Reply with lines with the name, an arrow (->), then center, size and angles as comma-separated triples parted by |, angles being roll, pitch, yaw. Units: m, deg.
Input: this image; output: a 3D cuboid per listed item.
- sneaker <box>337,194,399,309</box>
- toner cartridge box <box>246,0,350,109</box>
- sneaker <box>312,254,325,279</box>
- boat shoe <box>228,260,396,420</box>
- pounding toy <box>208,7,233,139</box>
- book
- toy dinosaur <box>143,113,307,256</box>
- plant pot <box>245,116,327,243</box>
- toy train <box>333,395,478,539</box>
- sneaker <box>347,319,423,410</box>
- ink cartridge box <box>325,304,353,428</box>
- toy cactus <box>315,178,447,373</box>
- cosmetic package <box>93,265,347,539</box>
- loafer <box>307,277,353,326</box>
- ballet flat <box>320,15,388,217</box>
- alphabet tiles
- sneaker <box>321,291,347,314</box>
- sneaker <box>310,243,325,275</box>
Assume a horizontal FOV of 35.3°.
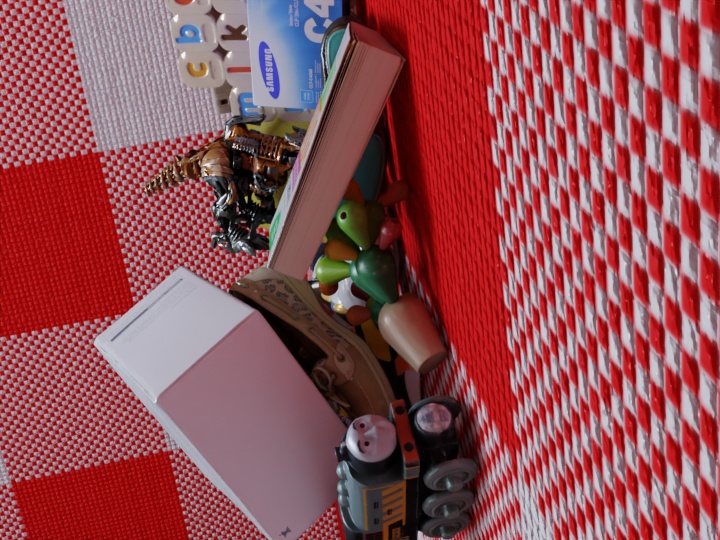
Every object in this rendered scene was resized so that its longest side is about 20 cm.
sneaker -> 0.007, -0.051, 1.139 | 0.087, 0.074, 0.202 | -179, 73, -69
toner cartridge box -> -0.059, -0.254, 1.080 | 0.043, 0.094, 0.201 | -74, -14, -54
sneaker -> -0.006, 0.062, 1.454 | 0.086, 0.080, 0.202 | 132, 130, -57
boat shoe -> -0.045, 0.077, 1.061 | 0.200, 0.062, 0.074 | 47, 141, 20
pounding toy -> -0.108, -0.242, 1.255 | 0.143, 0.182, 0.201 | 86, 171, -51
book -> -0.028, -0.106, 0.973 | 0.134, 0.048, 0.201 | -104, 35, -71
toy dinosaur -> -0.130, -0.100, 1.205 | 0.102, 0.199, 0.137 | -40, -55, -44
plant pot -> -0.071, -0.118, 1.325 | 0.200, 0.141, 0.202 | 169, 90, -85
toy train -> 0.035, 0.178, 0.964 | 0.201, 0.113, 0.086 | 88, 169, -55
sneaker -> 0.017, 0.122, 1.157 | 0.070, 0.089, 0.201 | -107, 9, -47
ink cartridge box -> -0.057, 0.095, 1.233 | 0.200, 0.109, 0.050 | 41, 144, -10
toy cactus -> 0.026, 0.015, 0.995 | 0.166, 0.102, 0.201 | 55, 161, 26
cosmetic package -> -0.122, 0.123, 1.066 | 0.200, 0.123, 0.200 | 56, 165, -27
loafer -> -0.027, 0.070, 1.366 | 0.073, 0.071, 0.200 | -56, 46, 15
ballet flat -> -0.006, -0.142, 1.075 | 0.069, 0.067, 0.202 | -90, 2, -67
alphabet tiles -> -0.095, -0.241, 1.132 | 0.015, 0.194, 0.201 | -75, -18, -53
sneaker -> 0.000, 0.000, 1.295 | 0.200, 0.075, 0.089 | -153, 70, -81
sneaker -> -0.044, -0.028, 1.579 | 0.200, 0.070, 0.083 | 95, 161, -64
